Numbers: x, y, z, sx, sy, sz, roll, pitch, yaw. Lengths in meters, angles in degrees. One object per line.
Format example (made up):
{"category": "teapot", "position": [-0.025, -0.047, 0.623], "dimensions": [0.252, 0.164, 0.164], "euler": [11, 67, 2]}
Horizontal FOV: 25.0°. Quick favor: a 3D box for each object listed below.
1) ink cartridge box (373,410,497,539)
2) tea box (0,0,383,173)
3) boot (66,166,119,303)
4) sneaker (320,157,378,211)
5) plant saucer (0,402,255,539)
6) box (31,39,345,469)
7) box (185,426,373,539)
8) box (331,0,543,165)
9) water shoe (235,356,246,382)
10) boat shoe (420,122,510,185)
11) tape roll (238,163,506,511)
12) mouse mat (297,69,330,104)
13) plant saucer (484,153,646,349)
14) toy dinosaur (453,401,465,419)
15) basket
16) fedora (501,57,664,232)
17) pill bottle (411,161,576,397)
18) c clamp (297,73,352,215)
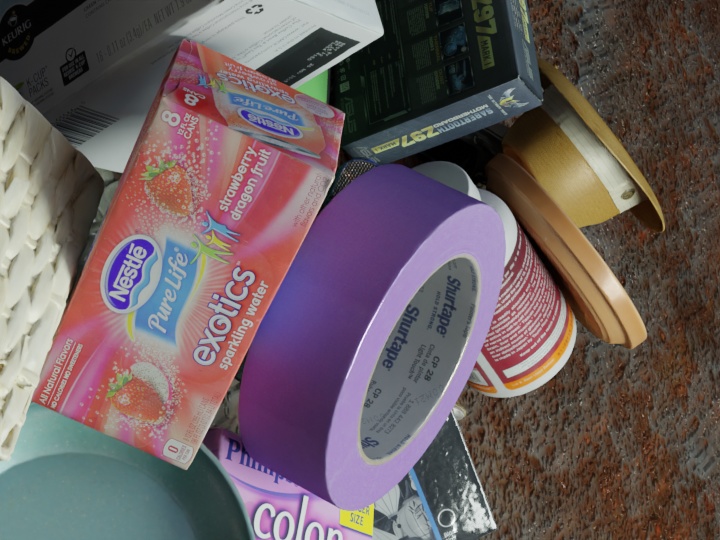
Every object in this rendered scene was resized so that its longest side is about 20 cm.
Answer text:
{"category": "ink cartridge box", "position": [0.024, 0.126, 1.222], "dimensions": [0.099, 0.039, 0.201], "euler": [-25, 104, -11]}
{"category": "tea box", "position": [-0.121, -0.193, 0.974], "dimensions": [0.133, 0.199, 0.198], "euler": [12, 56, -54]}
{"category": "boot", "position": [-0.146, -0.029, 1.041], "dimensions": [0.200, 0.067, 0.131], "euler": [-32, 100, -58]}
{"category": "sneaker", "position": [0.000, 0.000, 1.186], "dimensions": [0.079, 0.075, 0.201], "euler": [89, 2, -60]}
{"category": "plant saucer", "position": [-0.157, 0.168, 0.902], "dimensions": [0.199, 0.036, 0.201], "euler": [7, 63, -15]}
{"category": "box", "position": [-0.096, -0.008, 0.889], "dimensions": [0.102, 0.201, 0.095], "euler": [25, 25, -8]}
{"category": "box", "position": [-0.078, 0.220, 1.023], "dimensions": [0.176, 0.096, 0.201], "euler": [31, 54, -51]}
{"category": "box", "position": [0.052, -0.197, 1.282], "dimensions": [0.051, 0.157, 0.201], "euler": [33, 43, -53]}
{"category": "water shoe", "position": [-0.045, 0.005, 1.090], "dimensions": [0.071, 0.200, 0.079], "euler": [17, 54, -17]}
{"category": "boat shoe", "position": [0.089, -0.108, 1.431], "dimensions": [0.200, 0.068, 0.057], "euler": [32, 57, -41]}
{"category": "tape roll", "position": [0.010, 0.040, 0.977], "dimensions": [0.200, 0.065, 0.201], "euler": [-46, 150, -36]}
{"category": "mouse mat", "position": [-0.079, -0.161, 1.218], "dimensions": [0.160, 0.008, 0.201], "euler": [23, 61, -42]}
{"category": "plant saucer", "position": [0.168, -0.012, 1.379], "dimensions": [0.201, 0.032, 0.200], "euler": [51, -1, 1]}
{"category": "toy dinosaur", "position": [0.021, 0.082, 1.282], "dimensions": [0.200, 0.060, 0.107], "euler": [52, 17, -43]}
{"category": "basket", "position": [-0.234, -0.002, 0.837], "dimensions": [0.136, 0.123, 0.201], "euler": [47, 43, -40]}
{"category": "fedora", "position": [0.179, -0.091, 1.398], "dimensions": [0.201, 0.082, 0.201], "euler": [52, 5, -6]}
{"category": "pill bottle", "position": [0.093, 0.006, 1.336], "dimensions": [0.200, 0.112, 0.113], "euler": [53, 39, -41]}
{"category": "c clamp", "position": [-0.021, -0.110, 1.291], "dimensions": [0.171, 0.027, 0.201], "euler": [-43, 115, -54]}
